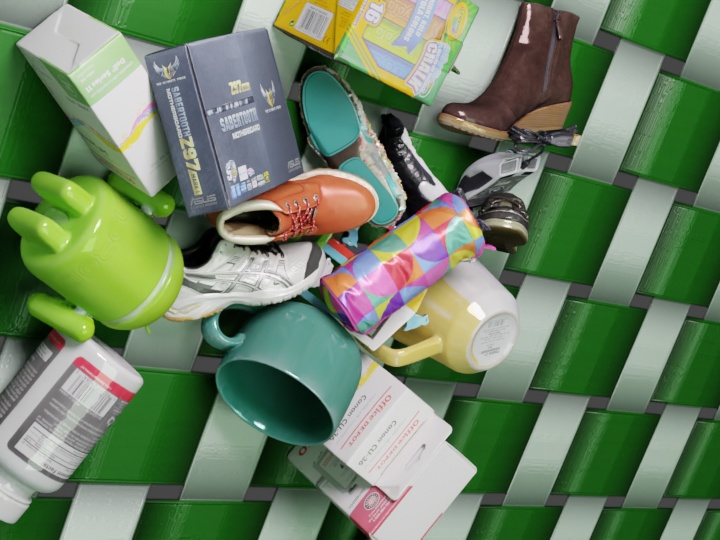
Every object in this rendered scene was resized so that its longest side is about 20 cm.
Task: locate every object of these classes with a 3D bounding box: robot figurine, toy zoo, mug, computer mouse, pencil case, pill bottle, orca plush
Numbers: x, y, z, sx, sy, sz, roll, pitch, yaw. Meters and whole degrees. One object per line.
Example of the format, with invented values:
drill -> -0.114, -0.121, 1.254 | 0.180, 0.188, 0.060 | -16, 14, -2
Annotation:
robot figurine -> -0.258, -0.016, 1.410 | 0.200, 0.115, 0.176 | 42, 71, -42
toy zoo -> 0.000, 0.000, 1.623 | 0.200, 0.020, 0.131 | 37, 88, -11
mug -> -0.079, 0.097, 1.592 | 0.115, 0.151, 0.186 | -61, 146, -35
computer mouse -> 0.173, -0.129, 1.693 | 0.109, 0.200, 0.044 | -12, 76, -35
pencil case -> 0.051, -0.007, 1.576 | 0.199, 0.088, 0.089 | -33, 131, -9
pill bottle -> -0.327, 0.158, 1.455 | 0.200, 0.111, 0.111 | -51, 134, -4
orca plush -> 0.064, -0.082, 1.637 | 0.071, 0.105, 0.201 | -46, 134, -29
mug -> 0.103, 0.063, 1.719 | 0.187, 0.153, 0.150 | -47, 137, -6

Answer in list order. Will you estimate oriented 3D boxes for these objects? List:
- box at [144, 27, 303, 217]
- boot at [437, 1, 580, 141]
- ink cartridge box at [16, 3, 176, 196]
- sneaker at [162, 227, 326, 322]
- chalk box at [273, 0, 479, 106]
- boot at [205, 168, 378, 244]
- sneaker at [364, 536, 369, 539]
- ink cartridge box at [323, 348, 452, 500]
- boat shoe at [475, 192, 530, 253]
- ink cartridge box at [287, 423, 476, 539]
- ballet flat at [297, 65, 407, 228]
box -> -0.129, -0.150, 1.382 | 0.200, 0.051, 0.159 | -35, 112, -67
boot -> 0.179, -0.240, 1.695 | 0.199, 0.072, 0.168 | 1, 101, -38
ink cartridge box -> -0.233, -0.149, 1.358 | 0.067, 0.117, 0.200 | -43, 133, -14
sneaker -> -0.131, -0.009, 1.533 | 0.199, 0.076, 0.088 | -16, 118, -19
chalk box -> 0.034, -0.265, 1.508 | 0.199, 0.124, 0.124 | 19, 101, -44
boot -> -0.069, -0.060, 1.503 | 0.199, 0.107, 0.076 | -1, 112, -15
sneaker -> 0.021, 0.368, 1.882 | 0.108, 0.070, 0.201 | -14, 124, -35
ink cartridge box -> 0.003, 0.170, 1.667 | 0.117, 0.200, 0.067 | -51, 134, -4
boat shoe -> 0.172, -0.064, 1.722 | 0.201, 0.071, 0.066 | 54, 47, -83
ink cartridge box -> 0.022, 0.237, 1.721 | 0.147, 0.200, 0.083 | -50, 130, -5
ballet flat -> -0.011, -0.139, 1.572 | 0.075, 0.064, 0.201 | -22, 105, 13
